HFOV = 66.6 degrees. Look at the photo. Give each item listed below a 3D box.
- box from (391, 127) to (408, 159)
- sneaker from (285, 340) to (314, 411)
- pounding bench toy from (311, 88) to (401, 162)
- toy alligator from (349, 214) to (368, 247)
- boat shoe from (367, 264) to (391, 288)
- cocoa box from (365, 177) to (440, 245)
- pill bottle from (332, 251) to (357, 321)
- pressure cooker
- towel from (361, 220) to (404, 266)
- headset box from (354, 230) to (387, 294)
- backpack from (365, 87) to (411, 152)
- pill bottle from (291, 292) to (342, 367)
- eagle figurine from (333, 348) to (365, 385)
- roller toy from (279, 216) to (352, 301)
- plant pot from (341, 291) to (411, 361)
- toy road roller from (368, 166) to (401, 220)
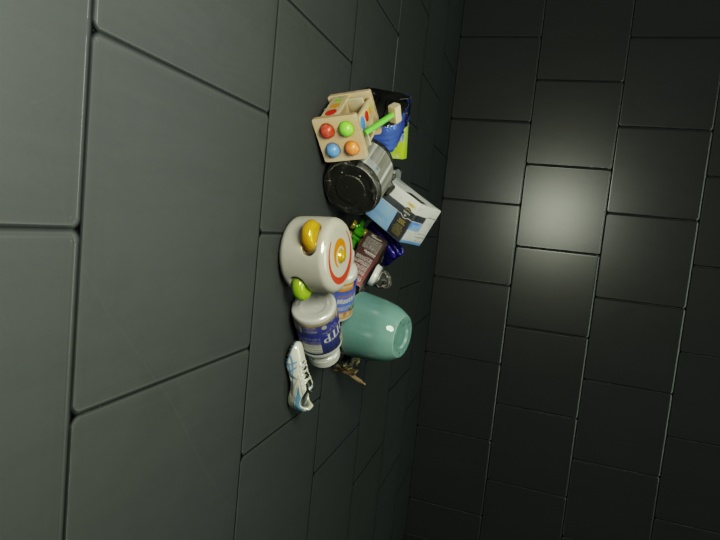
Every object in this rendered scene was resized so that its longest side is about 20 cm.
[{"bbox_3d":[0.104,-0.491,1.891,0.048,0.120,0.203,-33,129,-66],"label":"box"},{"bbox_3d":[-0.154,0.276,1.436,0.072,0.071,0.203,-45,138,-61],"label":"sneaker"},{"bbox_3d":[-0.002,-0.375,1.422,0.157,0.197,0.125,-67,147,-43],"label":"pounding bench toy"},{"bbox_3d":[-0.029,-0.091,1.749,0.054,0.059,0.202,-24,-143,58],"label":"toy alligator"},{"bbox_3d":[0.068,0.030,1.730,0.071,0.066,0.200,-61,173,-2],"label":"boat shoe"},{"bbox_3d":[0.117,-0.187,1.678,0.133,0.200,0.132,5,122,-55],"label":"cocoa box"},{"bbox_3d":[-0.065,0.032,1.515,0.112,0.111,0.202,-59,160,-53],"label":"pill bottle"},{"bbox_3d":[0.006,-0.275,1.554,0.201,0.176,0.178,-62,149,-46],"label":"pressure cooker"},{"bbox_3d":[0.062,-0.084,1.812,0.049,0.148,0.200,-41,-179,-17],"label":"towel"},{"bbox_3d":[0.000,0.000,1.709,0.201,0.074,0.149,-58,171,-24],"label":"headset box"},{"bbox_3d":[0.070,-0.456,1.728,0.201,0.160,0.169,-67,161,-44],"label":"backpack"},{"bbox_3d":[-0.110,0.160,1.454,0.120,0.118,0.202,-66,157,-43],"label":"pill bottle"},{"bbox_3d":[-0.007,0.262,1.815,0.201,0.151,0.151,-53,-173,-29],"label":"eagle figurine"},{"bbox_3d":[-0.100,-0.041,1.339,0.182,0.138,0.203,-44,133,-59],"label":"roller toy"},{"bbox_3d":[0.058,0.179,1.642,0.200,0.159,0.204,-31,127,-53],"label":"plant pot"},{"bbox_3d":[0.048,-0.264,1.823,0.145,0.121,0.203,-10,107,-57],"label":"toy road roller"}]
